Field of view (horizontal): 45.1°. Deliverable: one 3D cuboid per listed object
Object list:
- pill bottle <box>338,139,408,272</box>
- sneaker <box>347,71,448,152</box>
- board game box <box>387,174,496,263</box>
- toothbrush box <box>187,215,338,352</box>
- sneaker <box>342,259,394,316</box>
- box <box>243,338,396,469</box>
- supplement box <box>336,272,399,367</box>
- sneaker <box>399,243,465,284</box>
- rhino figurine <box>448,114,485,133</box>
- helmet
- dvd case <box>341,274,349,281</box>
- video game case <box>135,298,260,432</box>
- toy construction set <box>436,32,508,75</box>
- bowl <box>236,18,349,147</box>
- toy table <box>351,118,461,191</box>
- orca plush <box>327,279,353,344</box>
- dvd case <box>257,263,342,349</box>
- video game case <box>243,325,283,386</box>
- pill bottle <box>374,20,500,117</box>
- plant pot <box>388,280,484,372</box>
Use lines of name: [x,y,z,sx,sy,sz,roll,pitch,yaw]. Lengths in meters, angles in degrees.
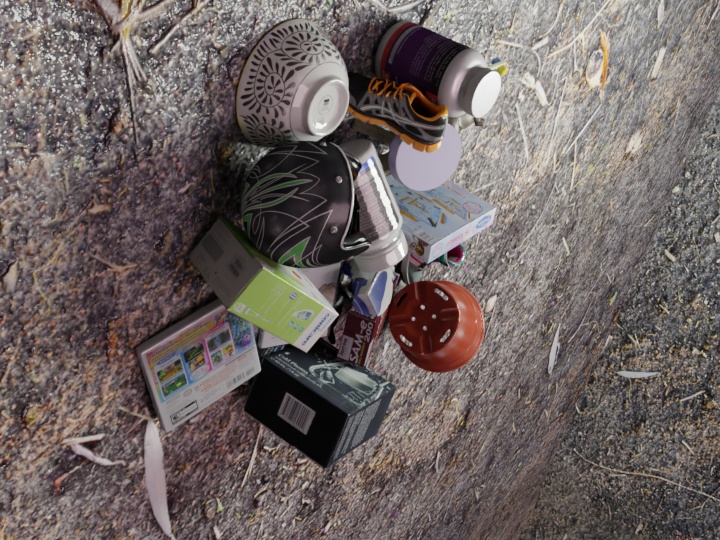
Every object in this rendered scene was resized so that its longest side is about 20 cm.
pill bottle: [0.004,-0.105,1.450,0.113,0.113,0.202,-38,119,-29]
sneaker: [0.052,-0.268,1.374,0.077,0.198,0.079,-59,-174,51]
board game box: [0.112,-0.112,1.591,0.199,0.199,0.042,-29,141,-39]
toothbrush box: [-0.148,0.023,1.339,0.086,0.146,0.200,-47,139,5]
sneaker: [0.000,-0.001,1.565,0.201,0.114,0.081,-73,151,-43]
box: [-0.073,0.238,1.610,0.196,0.199,0.125,-14,131,-62]
supplement box: [0.017,0.086,1.691,0.200,0.060,0.110,-59,165,-59]
sneaker: [0.153,-0.031,1.789,0.084,0.120,0.201,-53,158,-39]
rhino figurine: [0.210,-0.319,1.681,0.201,0.059,0.088,-53,140,-14]
helmet: [-0.079,-0.096,1.268,0.202,0.199,0.190,-61,153,6]
dvd case: [0.034,-0.070,1.696,0.199,0.016,0.150,-25,138,-45]
video game case: [-0.259,0.146,1.420,0.199,0.024,0.184,-32,135,-29]
toy construction set: [0.171,-0.349,1.564,0.199,0.093,0.131,6,138,-49]
bowl: [-0.079,-0.256,1.277,0.200,0.094,0.202,-35,143,-33]
toy table: [0.079,-0.221,1.522,0.185,0.117,0.199,-59,149,4]
orca plush: [-0.051,0.055,1.597,0.105,0.070,0.202,-48,143,-47]
dvd case: [-0.102,0.041,1.512,0.141,0.018,0.202,-8,125,-31]
video game case: [-0.182,0.107,1.534,0.201,0.023,0.181,-59,150,0]
pill bottle: [0.126,-0.322,1.412,0.112,0.199,0.113,-35,143,-32]
plant pot: [0.149,0.107,1.808,0.202,0.200,0.195,-57,163,0]
